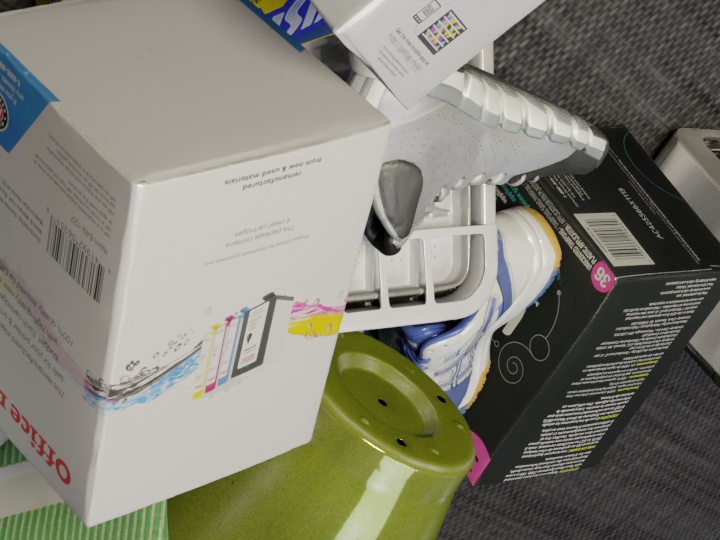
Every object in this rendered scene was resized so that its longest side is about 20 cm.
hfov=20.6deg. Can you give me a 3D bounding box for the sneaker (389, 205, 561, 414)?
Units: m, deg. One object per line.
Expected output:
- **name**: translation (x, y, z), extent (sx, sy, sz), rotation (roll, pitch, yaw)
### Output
- **sneaker**: translation (0.045, 0.037, 1.280), extent (0.088, 0.075, 0.200), rotation (-12, 142, -44)

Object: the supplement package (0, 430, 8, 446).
- **supplement package**: translation (-0.276, 0.034, 1.048), extent (0.156, 0.111, 0.200), rotation (-42, 147, 4)

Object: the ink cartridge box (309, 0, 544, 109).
- **ink cartridge box**: translation (0.027, -0.209, 0.920), extent (0.176, 0.200, 0.084), rotation (-38, 148, 8)

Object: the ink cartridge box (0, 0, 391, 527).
- **ink cartridge box**: translation (-0.100, -0.012, 0.954), extent (0.145, 0.147, 0.200), rotation (-17, 136, -37)

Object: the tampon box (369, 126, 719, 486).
- **tampon box**: translation (0.127, 0.022, 1.351), extent (0.126, 0.150, 0.200), rotation (-3, 136, -40)

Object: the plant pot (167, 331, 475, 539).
- **plant pot**: translation (-0.035, 0.142, 1.190), extent (0.200, 0.200, 0.193), rotation (12, 122, -48)

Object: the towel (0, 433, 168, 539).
- **towel**: translation (-0.172, 0.112, 1.095), extent (0.153, 0.200, 0.023), rotation (-16, 151, 21)

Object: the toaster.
- **toaster**: translation (0.285, -0.004, 1.431), extent (0.200, 0.181, 0.119), rotation (0, 131, -42)

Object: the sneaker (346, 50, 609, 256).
- **sneaker**: translation (0.049, -0.058, 1.122), extent (0.200, 0.075, 0.116), rotation (18, 100, -42)

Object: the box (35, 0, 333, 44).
- **box**: translation (-0.065, -0.153, 1.033), extent (0.200, 0.070, 0.064), rotation (-21, 146, -18)

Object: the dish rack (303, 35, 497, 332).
- **dish rack**: translation (0.002, -0.068, 1.144), extent (0.172, 0.044, 0.200), rotation (-5, 98, -36)
